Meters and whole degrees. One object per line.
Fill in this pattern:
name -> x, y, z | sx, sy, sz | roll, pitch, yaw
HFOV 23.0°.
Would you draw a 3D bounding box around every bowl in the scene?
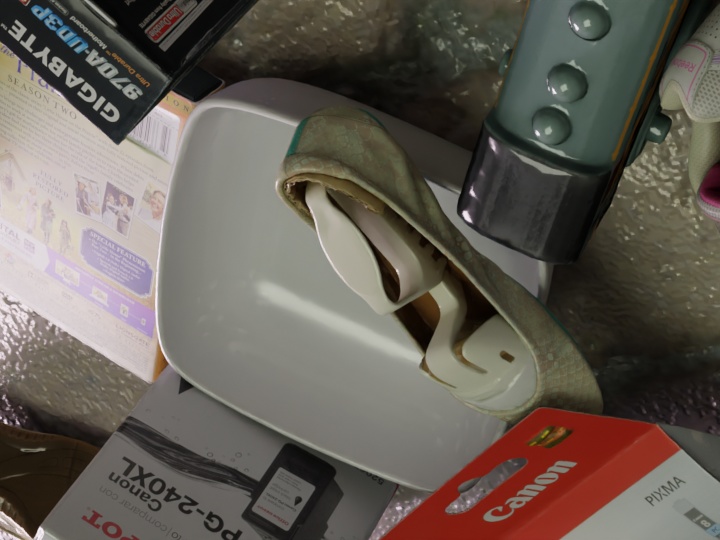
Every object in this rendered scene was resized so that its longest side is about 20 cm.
bowl -> 0.000, 0.000, 0.898 | 0.199, 0.075, 0.200 | 23, 131, 10

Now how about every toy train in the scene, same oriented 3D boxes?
toy train -> 0.102, -0.097, 0.745 | 0.085, 0.114, 0.201 | 25, 132, 8

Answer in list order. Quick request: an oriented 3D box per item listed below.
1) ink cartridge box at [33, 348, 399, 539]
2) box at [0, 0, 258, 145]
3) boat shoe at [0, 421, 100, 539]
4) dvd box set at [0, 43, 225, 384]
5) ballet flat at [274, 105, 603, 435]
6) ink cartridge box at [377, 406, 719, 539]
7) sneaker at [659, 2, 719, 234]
ink cartridge box -> -0.073, 0.135, 0.950 | 0.145, 0.200, 0.084 | 32, 132, 3
box -> -0.106, -0.164, 0.748 | 0.159, 0.200, 0.046 | 42, 129, -7
boat shoe -> -0.204, 0.138, 1.120 | 0.199, 0.072, 0.065 | 21, 167, 7
dvd box set -> -0.150, -0.049, 0.958 | 0.146, 0.029, 0.201 | 29, 133, 18
ballet flat -> 0.031, 0.015, 0.801 | 0.200, 0.062, 0.067 | 48, 131, -11
ink cartridge box -> 0.127, 0.136, 0.880 | 0.199, 0.047, 0.160 | 12, 141, -30
sneaker -> 0.185, -0.035, 0.741 | 0.200, 0.088, 0.081 | 55, 174, -22
